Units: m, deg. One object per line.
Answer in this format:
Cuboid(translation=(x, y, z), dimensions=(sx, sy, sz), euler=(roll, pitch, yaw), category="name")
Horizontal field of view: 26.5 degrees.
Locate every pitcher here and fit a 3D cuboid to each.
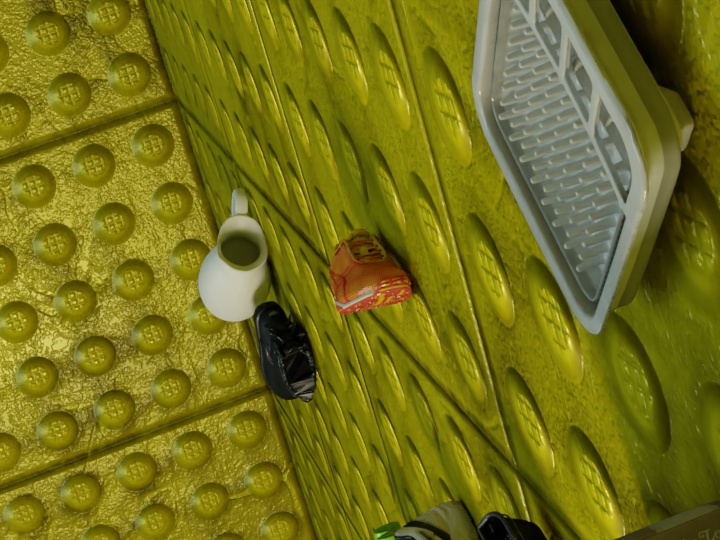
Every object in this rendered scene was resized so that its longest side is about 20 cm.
Cuboid(translation=(-0.204, -0.022, 2.526), dimensions=(0.200, 0.120, 0.173), euler=(107, 164, -58), category="pitcher")

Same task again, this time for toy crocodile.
Cuboid(translation=(0.057, 0.355, 1.933), dimensions=(0.200, 0.061, 0.068), euler=(141, 109, -85), category="toy crocodile")

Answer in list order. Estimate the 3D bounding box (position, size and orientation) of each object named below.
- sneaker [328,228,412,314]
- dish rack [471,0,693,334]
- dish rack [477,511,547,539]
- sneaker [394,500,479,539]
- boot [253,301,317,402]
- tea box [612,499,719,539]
Cuboid(translation=(0.000, 0.000, 1.484), dimensions=(0.200, 0.072, 0.078), euler=(-169, 70, -76), category="sneaker")
Cuboid(translation=(0.110, -0.077, 0.773), dimensions=(0.200, 0.043, 0.172), euler=(90, 157, -64), category="dish rack")
Cuboid(translation=(0.116, 0.315, 1.250), dimensions=(0.201, 0.054, 0.154), euler=(-62, 39, 31), category="dish rack")
Cuboid(translation=(0.097, 0.324, 1.527), dimensions=(0.200, 0.087, 0.076), euler=(-123, 17, -48), category="sneaker")
Cuboid(translation=(-0.110, 0.156, 2.439), dimensions=(0.163, 0.073, 0.199), euler=(-130, 23, -57), category="boot")
Cuboid(translation=(0.164, 0.249, 0.847), dimensions=(0.200, 0.133, 0.198), euler=(107, 141, -74), category="tea box")
